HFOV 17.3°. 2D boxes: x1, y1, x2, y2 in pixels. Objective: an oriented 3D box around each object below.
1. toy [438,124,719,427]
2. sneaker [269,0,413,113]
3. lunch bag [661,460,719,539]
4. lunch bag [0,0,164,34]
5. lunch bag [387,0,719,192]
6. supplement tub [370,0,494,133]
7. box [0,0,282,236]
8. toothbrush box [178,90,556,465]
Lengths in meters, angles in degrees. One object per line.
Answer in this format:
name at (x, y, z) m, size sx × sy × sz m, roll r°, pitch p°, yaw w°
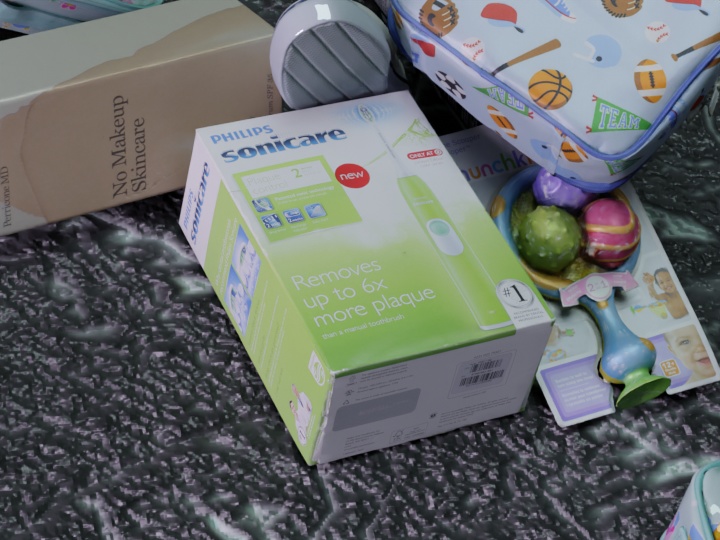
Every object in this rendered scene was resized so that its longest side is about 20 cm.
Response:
toy at (0.134, -0.015, 1.421) m, size 0.115 × 0.047 × 0.200 m, roll -15°, pitch 71°, yaw -22°
sneaker at (-0.018, -0.134, 1.446) m, size 0.073 × 0.200 × 0.071 m, roll -23°, pitch 72°, yaw 4°
lunch bag at (0.248, 0.191, 1.262) m, size 0.160 × 0.077 × 0.200 m, roll -2°, pitch 48°, yaw -14°
lunch bag at (-0.209, -0.225, 1.487) m, size 0.200 × 0.077 × 0.161 m, roll 6°, pitch 63°, yaw -47°
lunch bag at (0.127, -0.151, 1.412) m, size 0.200 × 0.076 × 0.160 m, roll 38°, pitch 76°, yaw 11°
supplement tub at (0.083, -0.172, 1.546) m, size 0.122 × 0.123 × 0.200 m, roll -14°, pitch 52°, yaw -25°
box at (-0.151, -0.096, 1.426) m, size 0.200 × 0.095 × 0.078 m, roll -18°, pitch 35°, yaw -26°
toothbrush box at (0.000, 0.000, 1.389) m, size 0.145 × 0.086 × 0.200 m, roll -12°, pitch 50°, yaw -24°
